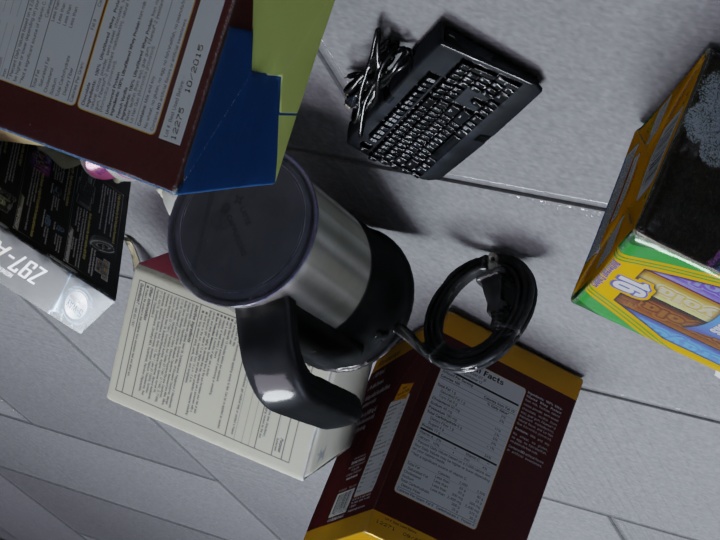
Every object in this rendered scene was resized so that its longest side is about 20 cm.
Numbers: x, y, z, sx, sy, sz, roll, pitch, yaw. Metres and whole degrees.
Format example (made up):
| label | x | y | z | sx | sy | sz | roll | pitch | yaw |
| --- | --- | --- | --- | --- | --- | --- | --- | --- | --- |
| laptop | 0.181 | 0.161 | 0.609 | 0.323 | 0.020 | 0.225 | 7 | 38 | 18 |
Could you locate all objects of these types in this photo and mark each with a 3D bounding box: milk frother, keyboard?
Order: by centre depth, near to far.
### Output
| label | x | y | z | sx | sy | sz | roll | pitch | yaw |
| --- | --- | --- | --- | --- | --- | --- | --- | --- | --- |
| keyboard | 0.033 | -0.097 | 1.122 | 0.103 | 0.040 | 0.200 | 27 | 159 | -9 |
| milk frother | 0.000 | 0.000 | 1.254 | 0.199 | 0.181 | 0.188 | -31 | 154 | 12 |

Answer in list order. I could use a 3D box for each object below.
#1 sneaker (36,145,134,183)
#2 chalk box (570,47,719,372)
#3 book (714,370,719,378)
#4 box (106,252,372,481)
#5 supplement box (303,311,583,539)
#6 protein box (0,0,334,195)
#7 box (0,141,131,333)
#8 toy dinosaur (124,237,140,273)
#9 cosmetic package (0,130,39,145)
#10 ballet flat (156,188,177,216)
| label | x | y | z | sx | sy | sz | roll | pitch | yaw |
| --- | --- | --- | --- | --- | --- | --- | --- | --- | --- |
| sneaker | -0.155 | -0.102 | 1.250 | 0.199 | 0.089 | 0.081 | 4 | 152 | 43 |
| chalk box | 0.241 | -0.009 | 0.980 | 0.199 | 0.126 | 0.124 | 26 | 160 | -2 |
| book | 0.336 | 0.094 | 1.173 | 0.199 | 0.048 | 0.134 | 34 | 164 | 16 |
| box | -0.099 | 0.075 | 1.508 | 0.199 | 0.129 | 0.109 | 21 | -163 | 18 |
| supplement box | 0.066 | 0.170 | 1.506 | 0.132 | 0.201 | 0.197 | 27 | 160 | -10 |
| protein box | -0.141 | -0.140 | 0.965 | 0.199 | 0.136 | 0.198 | 21 | -172 | 10 |
| box | -0.246 | -0.070 | 1.294 | 0.160 | 0.201 | 0.043 | 35 | 121 | -27 |
| toy dinosaur | -0.177 | 0.040 | 1.691 | 0.088 | 0.048 | 0.200 | 25 | 158 | 17 |
| cosmetic package | -0.190 | -0.140 | 1.175 | 0.199 | 0.106 | 0.071 | 10 | 156 | 38 |
| ballet flat | -0.106 | -0.036 | 1.393 | 0.075 | 0.064 | 0.200 | -1 | 147 | 48 |
